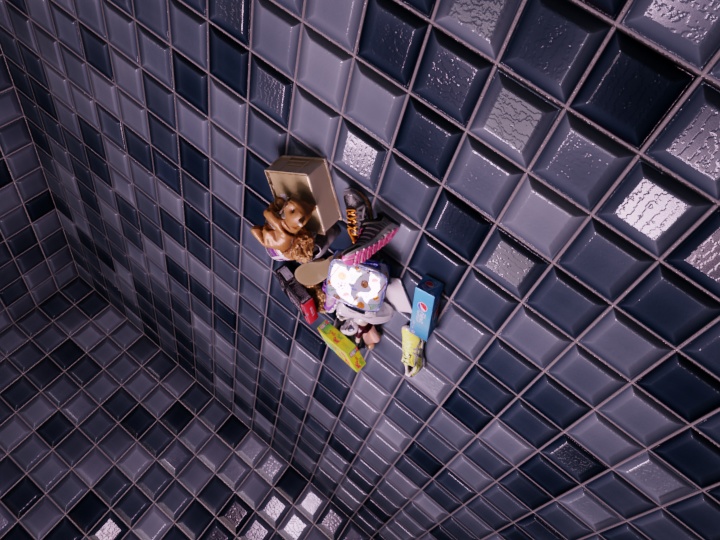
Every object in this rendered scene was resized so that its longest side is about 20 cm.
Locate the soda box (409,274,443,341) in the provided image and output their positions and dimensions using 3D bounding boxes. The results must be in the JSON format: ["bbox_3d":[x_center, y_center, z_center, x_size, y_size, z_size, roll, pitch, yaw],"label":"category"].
[{"bbox_3d":[0.197,0.115,1.596,0.066,0.064,0.205,26,140,22],"label":"soda box"}]

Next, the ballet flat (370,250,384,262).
[{"bbox_3d":[0.000,0.000,1.660,0.073,0.073,0.201,42,126,2],"label":"ballet flat"}]

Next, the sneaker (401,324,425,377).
[{"bbox_3d":[0.171,0.270,1.758,0.073,0.076,0.206,12,131,38],"label":"sneaker"}]

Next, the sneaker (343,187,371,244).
[{"bbox_3d":[-0.009,-0.143,1.545,0.076,0.077,0.205,5,127,42],"label":"sneaker"}]

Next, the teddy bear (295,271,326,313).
[{"bbox_3d":[-0.169,0.070,1.922,0.143,0.066,0.205,20,141,57],"label":"teddy bear"}]

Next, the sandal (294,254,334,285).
[{"bbox_3d":[-0.123,-0.007,1.800,0.206,0.069,0.081,-20,89,29],"label":"sandal"}]

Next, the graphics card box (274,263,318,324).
[{"bbox_3d":[-0.232,0.085,1.924,0.200,0.050,0.127,45,160,32],"label":"graphics card box"}]

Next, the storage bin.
[{"bbox_3d":[-0.175,-0.232,1.612,0.193,0.094,0.205,13,134,36],"label":"storage bin"}]

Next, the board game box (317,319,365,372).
[{"bbox_3d":[-0.069,0.265,1.874,0.198,0.047,0.103,33,157,48],"label":"board game box"}]

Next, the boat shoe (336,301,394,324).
[{"bbox_3d":[0.022,0.125,1.673,0.192,0.077,0.067,3,160,-17],"label":"boat shoe"}]

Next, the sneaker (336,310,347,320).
[{"bbox_3d":[-0.018,0.113,1.775,0.077,0.080,0.200,48,147,4],"label":"sneaker"}]

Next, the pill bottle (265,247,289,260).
[{"bbox_3d":[-0.258,-0.092,1.785,0.114,0.112,0.199,54,161,-14],"label":"pill bottle"}]

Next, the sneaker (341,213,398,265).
[{"bbox_3d":[0.014,-0.092,1.485,0.088,0.197,0.075,47,157,18],"label":"sneaker"}]

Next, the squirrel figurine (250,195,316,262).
[{"bbox_3d":[-0.195,-0.125,1.560,0.183,0.142,0.203,-22,109,39],"label":"squirrel figurine"}]

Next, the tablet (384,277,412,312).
[{"bbox_3d":[0.075,0.077,1.724,0.195,0.014,0.133,2,125,43],"label":"tablet"}]

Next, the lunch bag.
[{"bbox_3d":[-0.004,0.028,1.588,0.192,0.076,0.165,17,123,4],"label":"lunch bag"}]

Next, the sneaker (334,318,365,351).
[{"bbox_3d":[-0.017,0.231,1.891,0.129,0.080,0.198,44,156,-10],"label":"sneaker"}]

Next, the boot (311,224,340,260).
[{"bbox_3d":[-0.150,-0.070,1.706,0.070,0.132,0.200,41,144,-1],"label":"boot"}]

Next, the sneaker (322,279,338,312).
[{"bbox_3d":[-0.094,0.071,1.801,0.087,0.082,0.201,31,148,-5],"label":"sneaker"}]

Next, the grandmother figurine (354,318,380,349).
[{"bbox_3d":[0.024,0.189,1.788,0.059,0.124,0.202,17,158,24],"label":"grandmother figurine"}]
